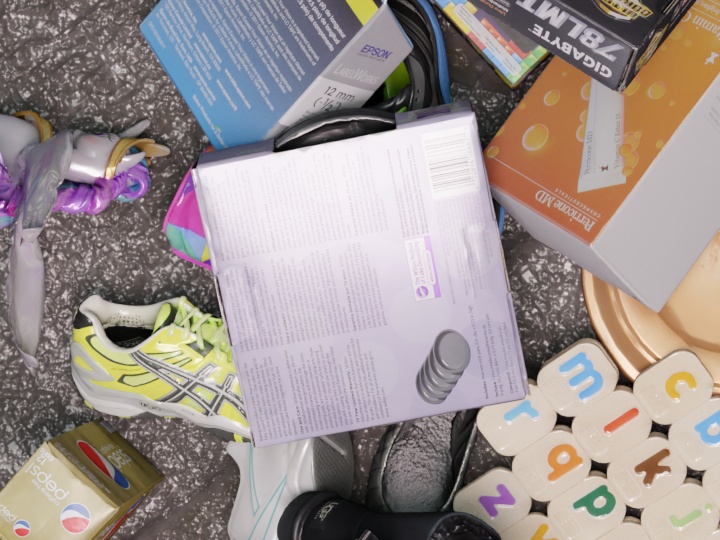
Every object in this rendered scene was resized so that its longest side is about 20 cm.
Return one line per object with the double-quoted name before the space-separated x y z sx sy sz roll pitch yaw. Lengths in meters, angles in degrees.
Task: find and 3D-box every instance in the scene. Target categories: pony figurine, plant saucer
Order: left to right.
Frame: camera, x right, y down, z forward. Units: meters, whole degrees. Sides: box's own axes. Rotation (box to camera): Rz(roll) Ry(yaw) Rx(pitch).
"pony figurine" -0.237 -0.056 1.696 0.199 0.194 0.167 16 135 -3
"plant saucer" 0.245 -0.002 1.706 0.199 0.032 0.202 0 86 4

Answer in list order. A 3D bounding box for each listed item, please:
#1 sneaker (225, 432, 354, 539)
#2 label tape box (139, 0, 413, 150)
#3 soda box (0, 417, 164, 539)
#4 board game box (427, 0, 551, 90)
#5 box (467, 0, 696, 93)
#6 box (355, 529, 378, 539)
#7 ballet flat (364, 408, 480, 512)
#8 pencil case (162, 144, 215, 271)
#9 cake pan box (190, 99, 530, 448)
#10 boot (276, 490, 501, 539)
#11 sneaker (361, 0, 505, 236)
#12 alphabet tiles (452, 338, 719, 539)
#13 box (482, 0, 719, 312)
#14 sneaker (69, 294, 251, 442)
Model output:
"sneaker" -0.044 0.193 1.740 0.080 0.070 0.202 -2 94 27
"label tape box" -0.037 -0.173 1.670 0.200 0.066 0.144 -46 58 22
"soda box" -0.185 0.147 1.676 0.064 0.200 0.068 43 93 3
"board game box" 0.094 -0.249 1.718 0.165 0.057 0.200 -42 87 2
"box" 0.129 -0.228 1.596 0.199 0.050 0.199 31 55 11
"box" 0.019 0.277 1.576 0.200 0.049 0.160 45 127 -4
"ballet flat" 0.047 0.112 1.727 0.066 0.057 0.201 19 94 4
"pencil case" -0.035 -0.007 1.721 0.199 0.088 0.089 30 93 5
"cake pan box" 0.000 0.000 1.632 0.183 0.052 0.201 -13 104 1
"boot" 0.047 0.229 1.649 0.076 0.168 0.201 -43 119 -28
"sneaker" 0.034 -0.091 1.705 0.071 0.082 0.201 -24 84 39
"alphabet tiles" 0.170 0.145 1.712 0.195 0.015 0.200 -35 102 15
"box" 0.188 -0.097 1.654 0.124 0.097 0.201 33 85 43
"sneaker" -0.103 0.061 1.706 0.198 0.076 0.077 2 135 13
